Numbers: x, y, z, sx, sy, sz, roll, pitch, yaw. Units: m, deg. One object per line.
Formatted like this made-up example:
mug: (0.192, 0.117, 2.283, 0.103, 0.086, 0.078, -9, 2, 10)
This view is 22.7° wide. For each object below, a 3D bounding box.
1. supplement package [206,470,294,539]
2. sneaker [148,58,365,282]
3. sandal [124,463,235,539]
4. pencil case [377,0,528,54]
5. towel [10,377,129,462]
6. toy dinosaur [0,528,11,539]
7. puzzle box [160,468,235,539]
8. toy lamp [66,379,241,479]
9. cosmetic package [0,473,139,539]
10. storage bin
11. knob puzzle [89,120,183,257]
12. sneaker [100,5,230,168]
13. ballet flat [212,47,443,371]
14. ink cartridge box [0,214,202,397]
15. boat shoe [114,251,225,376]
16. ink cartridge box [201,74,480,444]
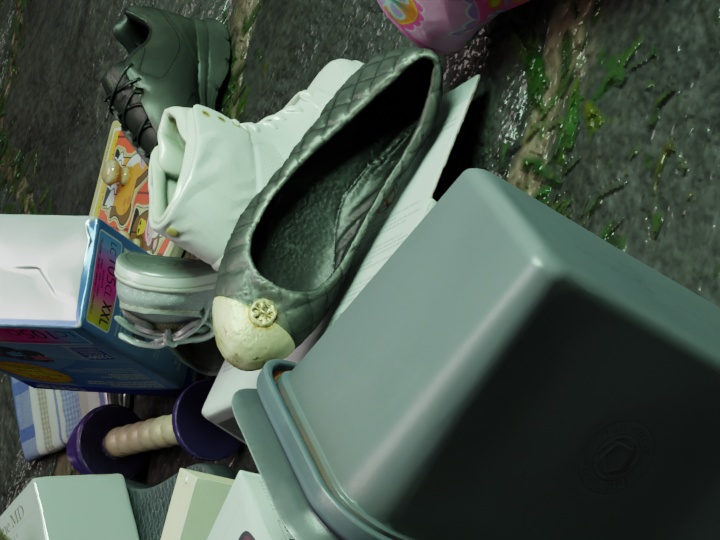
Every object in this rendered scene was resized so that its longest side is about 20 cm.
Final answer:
supplement package: (-0.012, 0.213, 0.794, 0.201, 0.155, 0.111, -65, 29, 18)
sneaker: (-0.056, -0.076, 1.028, 0.074, 0.115, 0.201, -41, 22, 41)
sandal: (-0.129, 0.170, 1.166, 0.199, 0.043, 0.077, -16, 72, 52)
pencil case: (0.082, -0.179, 0.905, 0.200, 0.087, 0.088, -23, 56, 58)
towel: (-0.231, 0.063, 1.393, 0.200, 0.024, 0.148, -28, 69, 56)
toy dinosaur: (-0.207, 0.257, 1.080, 0.101, 0.058, 0.202, 170, 107, -67)
puzzle box: (-0.056, 0.211, 0.902, 0.025, 0.132, 0.202, 12, 86, 62)
toy lamp: (-0.145, 0.111, 1.201, 0.200, 0.058, 0.059, -22, 57, 57)
cosmetic package: (-0.176, 0.240, 1.127, 0.102, 0.074, 0.201, -45, 55, 42)
storage bin: (0.071, 0.054, 0.704, 0.135, 0.199, 0.146, -53, 32, 14)
knob puzzle: (-0.182, -0.032, 1.373, 0.219, 0.030, 0.222, -38, 44, 49)
sneaker: (-0.141, -0.106, 1.272, 0.076, 0.090, 0.201, -47, 39, 38)
ballet flat: (-0.020, -0.038, 0.945, 0.201, 0.066, 0.057, -61, 5, -16)
ink cartridge box: (-0.187, 0.030, 1.181, 0.135, 0.200, 0.077, 2, 74, 23)
boat shoe: (-0.104, 0.027, 1.085, 0.202, 0.074, 0.065, 60, -143, -84)
ink cartridge box: (0.000, 0.000, 1.008, 0.200, 0.043, 0.175, -27, 34, 55)
